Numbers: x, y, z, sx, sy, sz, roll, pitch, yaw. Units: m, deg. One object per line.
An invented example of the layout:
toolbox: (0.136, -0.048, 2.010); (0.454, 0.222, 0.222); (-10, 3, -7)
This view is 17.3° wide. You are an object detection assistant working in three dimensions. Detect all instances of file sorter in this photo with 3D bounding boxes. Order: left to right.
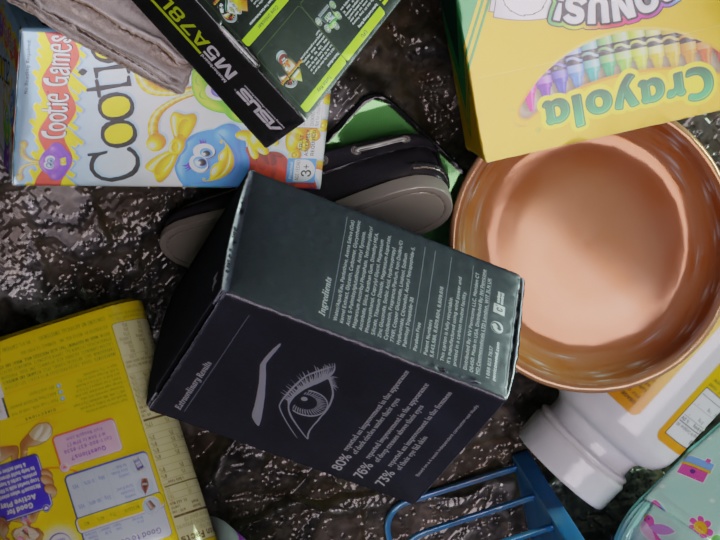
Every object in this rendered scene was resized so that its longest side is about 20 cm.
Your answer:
file sorter: (0.105, 0.248, 1.673); (0.122, 0.200, 0.139); (-18, 115, -7)

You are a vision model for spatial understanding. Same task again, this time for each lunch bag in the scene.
lunch bag: (0.248, 0.203, 1.710); (0.200, 0.077, 0.161); (-38, 148, -34)

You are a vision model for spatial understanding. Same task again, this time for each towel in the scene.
towel: (-0.134, -0.212, 1.437); (0.132, 0.201, 0.034); (27, 143, -23)

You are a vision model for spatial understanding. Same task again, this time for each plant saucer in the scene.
plant saucer: (0.155, -0.018, 1.599); (0.199, 0.037, 0.201); (0, 92, -9)

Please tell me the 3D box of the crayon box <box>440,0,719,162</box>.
crayon box: (0.154, -0.177, 1.525); (0.199, 0.058, 0.173); (-13, 101, -8)

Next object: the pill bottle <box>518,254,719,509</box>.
pill bottle: (0.208, 0.070, 1.681); (0.111, 0.111, 0.200); (40, 96, -26)

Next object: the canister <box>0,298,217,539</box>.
canister: (-0.180, 0.134, 1.557); (0.148, 0.087, 0.201); (-17, 85, -7)

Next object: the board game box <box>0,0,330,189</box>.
board game box: (-0.128, -0.116, 1.509); (0.199, 0.105, 0.104); (0, 111, -16)

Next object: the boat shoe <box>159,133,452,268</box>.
boat shoe: (-0.038, -0.047, 1.590); (0.199, 0.063, 0.073); (-11, 143, 7)

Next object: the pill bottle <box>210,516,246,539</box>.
pill bottle: (-0.071, 0.271, 1.680); (0.104, 0.104, 0.200); (-43, 117, 3)

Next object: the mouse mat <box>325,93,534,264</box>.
mouse mat: (0.000, 0.000, 1.617); (0.161, 0.008, 0.200); (43, 94, -5)

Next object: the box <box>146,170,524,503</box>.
box: (-0.017, 0.046, 1.519); (0.199, 0.105, 0.148); (22, 140, -14)

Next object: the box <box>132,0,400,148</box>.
box: (-0.066, -0.205, 1.432); (0.047, 0.200, 0.193); (-28, 110, 43)
